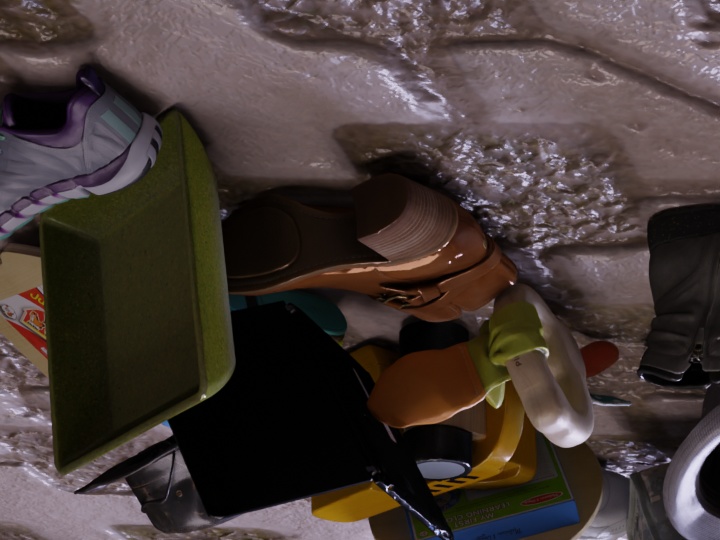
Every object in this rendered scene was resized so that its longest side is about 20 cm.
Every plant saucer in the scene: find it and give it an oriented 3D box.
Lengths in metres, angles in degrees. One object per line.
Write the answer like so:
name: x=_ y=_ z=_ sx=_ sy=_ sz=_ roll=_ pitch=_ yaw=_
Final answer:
plant saucer: x=-0.147 y=0.021 z=1.296 sx=0.048 sy=0.201 sz=0.199 roll=8 pitch=156 yaw=-36

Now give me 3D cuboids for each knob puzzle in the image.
knob puzzle: x=-0.195 y=0.043 z=1.458 sx=0.219 sy=0.031 sz=0.220 roll=22 pitch=145 yaw=16

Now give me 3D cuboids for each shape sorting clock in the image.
shape sorting clock: x=0.105 y=0.191 z=1.598 sx=0.199 sy=0.200 sz=0.039 roll=-5 pitch=120 yaw=17

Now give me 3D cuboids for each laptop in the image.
laptop: x=-0.046 y=0.121 z=1.369 sx=0.103 sy=0.178 sz=0.200 roll=-35 pitch=141 yaw=8

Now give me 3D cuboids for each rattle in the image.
rattle: x=0.113 y=0.092 z=1.441 sx=0.143 sy=0.130 sz=0.200 roll=-42 pitch=170 yaw=12

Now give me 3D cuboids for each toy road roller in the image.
toy road roller: x=0.055 y=0.134 z=1.561 sx=0.146 sy=0.123 sz=0.200 roll=20 pitch=148 yaw=-37

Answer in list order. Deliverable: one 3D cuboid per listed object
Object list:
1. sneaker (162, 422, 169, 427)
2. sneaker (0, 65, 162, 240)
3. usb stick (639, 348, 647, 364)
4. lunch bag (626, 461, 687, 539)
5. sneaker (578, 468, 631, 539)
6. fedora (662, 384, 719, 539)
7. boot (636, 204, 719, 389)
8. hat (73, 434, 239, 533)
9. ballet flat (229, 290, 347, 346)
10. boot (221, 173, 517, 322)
sneaker: x=-0.118 y=0.107 z=1.592 sx=0.086 sy=0.075 sz=0.200 roll=-19 pitch=146 yaw=28
sneaker: x=-0.230 y=-0.080 z=1.258 sx=0.199 sy=0.075 sz=0.088 roll=-21 pitch=131 yaw=24
usb stick: x=0.264 y=0.037 z=1.442 sx=0.055 sy=0.033 sz=0.200 roll=2 pitch=154 yaw=-11
lunch bag: x=0.326 y=0.237 z=1.689 sx=0.163 sy=0.118 sz=0.200 roll=-17 pitch=152 yaw=-2
sneaker: x=0.173 y=0.193 z=1.717 sx=0.199 sy=0.076 sz=0.092 roll=10 pitch=148 yaw=-13
fedora: x=0.330 y=0.133 z=1.537 sx=0.176 sy=0.091 sz=0.200 roll=7 pitch=135 yaw=-10
boot: x=0.283 y=0.016 z=1.287 sx=0.199 sy=0.131 sz=0.068 roll=-13 pitch=149 yaw=30
hat: x=-0.116 y=0.155 z=1.475 sx=0.200 sy=0.081 sz=0.201 roll=-28 pitch=177 yaw=-1
ballet flat: x=-0.098 y=0.032 z=1.436 sx=0.200 sy=0.067 sz=0.067 roll=24 pitch=126 yaw=-38
boot: x=0.000 y=0.000 z=1.365 sx=0.199 sy=0.074 sz=0.155 roll=-11 pitch=153 yaw=33
